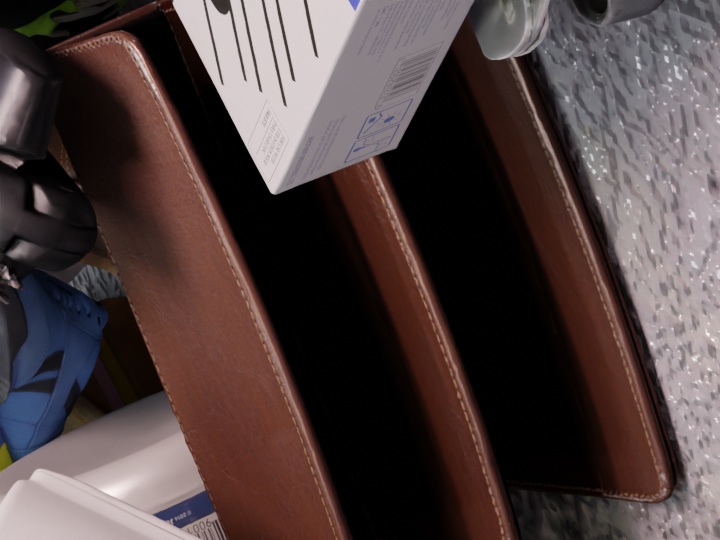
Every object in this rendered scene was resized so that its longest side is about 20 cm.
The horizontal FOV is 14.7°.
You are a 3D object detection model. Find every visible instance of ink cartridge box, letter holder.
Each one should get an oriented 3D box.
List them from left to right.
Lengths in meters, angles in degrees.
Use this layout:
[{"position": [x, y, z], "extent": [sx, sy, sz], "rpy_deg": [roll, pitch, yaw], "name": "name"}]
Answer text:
[{"position": [-0.006, -0.105, 0.715], "extent": [0.094, 0.044, 0.200], "rpy_deg": [62, 158, 15], "name": "ink cartridge box"}, {"position": [0.000, 0.000, 0.882], "extent": [0.142, 0.100, 0.200], "rpy_deg": [-4, 110, 62], "name": "letter holder"}]

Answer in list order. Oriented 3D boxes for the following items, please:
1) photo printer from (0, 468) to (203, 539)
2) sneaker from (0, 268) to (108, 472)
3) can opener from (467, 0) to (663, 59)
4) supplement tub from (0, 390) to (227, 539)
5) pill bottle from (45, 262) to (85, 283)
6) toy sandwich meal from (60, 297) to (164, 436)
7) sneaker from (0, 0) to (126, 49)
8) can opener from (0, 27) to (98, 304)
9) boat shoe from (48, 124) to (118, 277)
[{"position": [-0.037, 0.156, 0.916], "extent": [0.200, 0.070, 0.166], "rpy_deg": [25, 152, 4], "name": "photo printer"}, {"position": [-0.135, 0.019, 1.071], "extent": [0.066, 0.078, 0.200], "rpy_deg": [39, 159, 10], "name": "sneaker"}, {"position": [0.025, -0.150, 0.759], "extent": [0.053, 0.067, 0.200], "rpy_deg": [119, 134, -63], "name": "can opener"}, {"position": [-0.050, 0.151, 1.069], "extent": [0.145, 0.145, 0.200], "rpy_deg": [-6, 108, 64], "name": "supplement tub"}, {"position": [-0.196, -0.067, 1.182], "extent": [0.200, 0.114, 0.114], "rpy_deg": [40, 146, 43], "name": "pill bottle"}, {"position": [-0.099, 0.111, 1.229], "extent": [0.205, 0.070, 0.205], "rpy_deg": [37, 145, 32], "name": "toy sandwich meal"}, {"position": [-0.098, -0.118, 0.994], "extent": [0.083, 0.072, 0.200], "rpy_deg": [50, 153, 21], "name": "sneaker"}, {"position": [-0.127, -0.040, 0.925], "extent": [0.063, 0.079, 0.200], "rpy_deg": [30, 179, -20], "name": "can opener"}, {"position": [-0.085, -0.036, 1.018], "extent": [0.200, 0.070, 0.070], "rpy_deg": [24, 124, 22], "name": "boat shoe"}]
